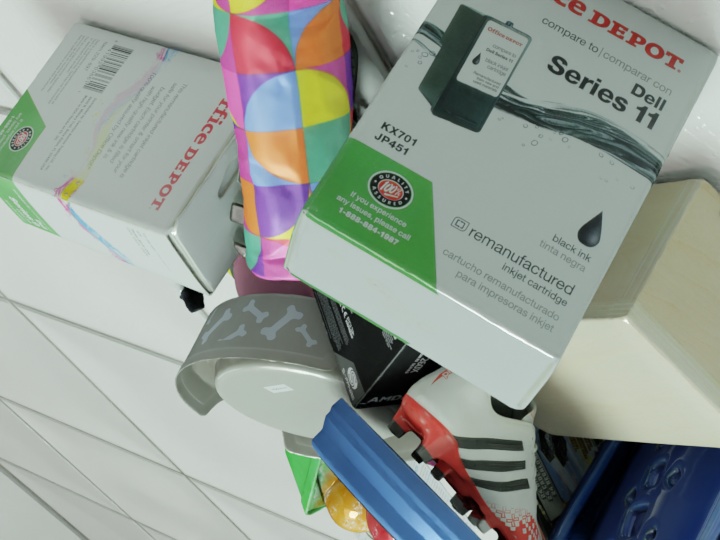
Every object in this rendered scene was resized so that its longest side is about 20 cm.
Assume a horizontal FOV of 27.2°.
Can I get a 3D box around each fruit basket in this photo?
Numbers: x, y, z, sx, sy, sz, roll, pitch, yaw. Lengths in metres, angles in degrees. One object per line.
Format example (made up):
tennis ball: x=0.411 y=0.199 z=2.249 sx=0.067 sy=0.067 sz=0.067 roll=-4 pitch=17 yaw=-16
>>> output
fruit basket: x=0.023 y=0.180 z=1.235 sx=0.200 sy=0.093 sz=0.186 roll=45 pitch=146 yaw=24

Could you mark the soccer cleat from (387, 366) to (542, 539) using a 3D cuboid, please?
soccer cleat: x=0.090 y=0.124 z=0.985 sx=0.069 sy=0.085 sz=0.200 roll=41 pitch=172 yaw=45

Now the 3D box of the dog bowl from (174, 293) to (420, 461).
dog bowl: x=-0.034 y=0.080 z=1.093 sx=0.198 sy=0.059 sz=0.200 roll=10 pitch=155 yaw=5

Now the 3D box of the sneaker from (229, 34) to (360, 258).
sneaker: x=-0.039 y=-0.100 z=1.013 sx=0.074 sy=0.089 sz=0.201 roll=26 pitch=134 yaw=6

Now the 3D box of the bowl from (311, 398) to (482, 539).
bowl: x=0.044 y=0.170 z=0.993 sx=0.201 sy=0.039 sz=0.201 roll=45 pitch=176 yaw=4

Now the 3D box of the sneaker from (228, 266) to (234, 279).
sneaker: x=-0.089 y=-0.024 z=1.260 sx=0.084 sy=0.075 sz=0.201 roll=22 pitch=149 yaw=39

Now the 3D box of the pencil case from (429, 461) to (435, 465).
pencil case: x=0.054 y=0.124 z=1.329 sx=0.199 sy=0.089 sz=0.088 roll=9 pitch=150 yaw=44

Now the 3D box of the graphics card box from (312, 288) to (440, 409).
graphics card box: x=0.034 y=-0.014 z=0.940 sx=0.051 sy=0.126 sz=0.200 roll=-4 pitch=148 yaw=-31

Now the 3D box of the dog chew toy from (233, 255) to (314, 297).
dog chew toy: x=0.000 y=0.000 z=1.109 sx=0.199 sy=0.125 sz=0.125 roll=2 pitch=145 yaw=40

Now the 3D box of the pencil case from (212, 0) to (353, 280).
pencil case: x=-0.040 y=-0.094 z=0.889 sx=0.088 sy=0.088 sz=0.202 roll=16 pitch=121 yaw=36

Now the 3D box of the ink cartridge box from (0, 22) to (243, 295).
ink cartridge box: x=-0.161 y=-0.086 z=1.099 sx=0.199 sy=0.146 sz=0.088 roll=18 pitch=156 yaw=32

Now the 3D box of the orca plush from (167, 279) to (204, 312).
orca plush: x=-0.175 y=-0.060 z=1.261 sx=0.071 sy=0.105 sz=0.201 roll=-30 pitch=85 yaw=30

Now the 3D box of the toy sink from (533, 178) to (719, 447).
toy sink: x=0.164 y=0.027 z=0.941 sx=0.130 sy=0.112 sz=0.200 roll=42 pitch=157 yaw=-22

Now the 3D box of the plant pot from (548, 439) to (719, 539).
plant pot: x=0.261 y=0.176 z=1.026 sx=0.200 sy=0.201 sz=0.179 roll=40 pitch=163 yaw=-22

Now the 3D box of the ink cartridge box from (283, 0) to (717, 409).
ink cartridge box: x=0.074 y=-0.056 z=0.765 sx=0.146 sy=0.201 sz=0.083 roll=29 pitch=156 yaw=4

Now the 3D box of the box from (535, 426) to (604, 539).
box: x=0.165 y=0.203 z=1.113 sx=0.040 sy=0.136 sz=0.201 roll=-30 pitch=76 yaw=36
